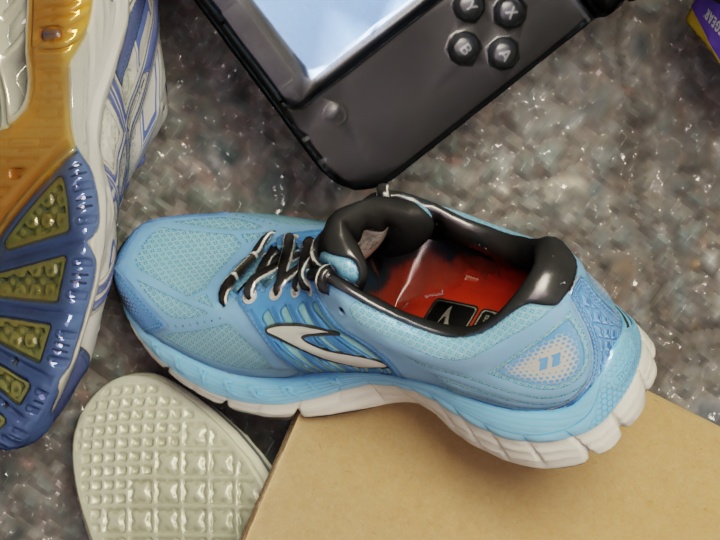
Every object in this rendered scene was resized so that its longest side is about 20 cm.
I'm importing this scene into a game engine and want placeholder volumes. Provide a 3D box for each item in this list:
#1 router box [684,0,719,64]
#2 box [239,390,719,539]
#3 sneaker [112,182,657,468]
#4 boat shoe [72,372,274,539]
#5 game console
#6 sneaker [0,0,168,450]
[{"bbox_3d":[0.234,-0.112,0.758,0.198,0.052,0.158,19,111,-18],"label":"router box"},{"bbox_3d":[0.061,0.103,0.789,0.199,0.021,0.164,26,59,-3],"label":"box"},{"bbox_3d":[0.000,0.000,0.748,0.198,0.090,0.079,7,55,29],"label":"sneaker"},{"bbox_3d":[-0.031,0.121,0.810,0.075,0.062,0.200,-44,80,5],"label":"boat shoe"},{"bbox_3d":[0.013,-0.143,0.687,0.172,0.119,0.201,-38,103,-3],"label":"game console"},{"bbox_3d":[-0.098,-0.038,0.776,0.075,0.088,0.202,10,92,26],"label":"sneaker"}]
